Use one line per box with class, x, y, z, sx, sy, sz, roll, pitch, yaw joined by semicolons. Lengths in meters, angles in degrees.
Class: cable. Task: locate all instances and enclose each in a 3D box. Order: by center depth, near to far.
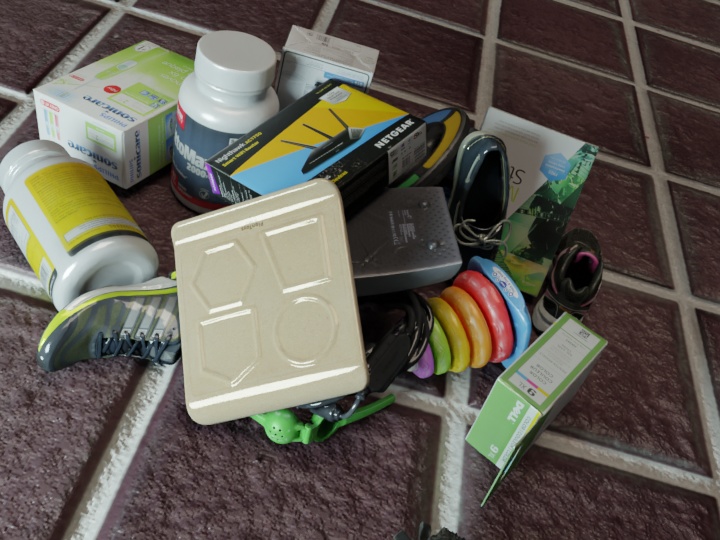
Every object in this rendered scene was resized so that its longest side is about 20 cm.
cable;-0.016;0.074;0.817;0.162;0.051;0.200;0;36;36

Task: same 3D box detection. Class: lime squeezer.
lime squeezer;-0.055;0.145;0.791;0.199;0.038;0.071;4;12;-14

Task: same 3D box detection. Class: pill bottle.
pill bottle;-0.303;-0.048;0.840;0.112;0.112;0.200;-19;54;-34
pill bottle;-0.161;-0.175;0.959;0.119;0.201;0.120;10;42;-9

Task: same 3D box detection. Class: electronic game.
electronic game;0.056;-0.134;1.017;0.042;0.199;0.200;46;36;-23

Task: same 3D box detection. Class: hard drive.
hard drive;-0.001;-0.029;0.845;0.199;0.042;0.135;-6;45;-3

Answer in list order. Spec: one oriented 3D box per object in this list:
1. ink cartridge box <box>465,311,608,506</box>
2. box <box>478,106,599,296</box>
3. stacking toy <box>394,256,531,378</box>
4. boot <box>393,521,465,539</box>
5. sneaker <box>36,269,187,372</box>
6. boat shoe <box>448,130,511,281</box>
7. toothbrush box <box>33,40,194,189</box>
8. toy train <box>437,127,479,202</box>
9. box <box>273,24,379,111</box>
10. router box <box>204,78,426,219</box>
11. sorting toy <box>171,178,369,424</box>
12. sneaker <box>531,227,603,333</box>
ink cartridge box;0.168;0.136;0.819;0.059;0.104;0.200;37;45;20
box;0.190;-0.085;0.998;0.144;0.201;0.036;21;13;4
stacking toy;0.077;0.076;0.871;0.199;0.110;0.116;-21;52;-17
boot;0.050;0.307;0.625;0.162;0.074;0.199;-9;48;-31
sneaker;-0.217;0.058;0.792;0.199;0.074;0.081;-21;59;-33
boat shoe;0.141;-0.061;0.944;0.074;0.201;0.062;4;24;-10
toothbrush box;-0.287;-0.205;1.024;0.145;0.086;0.200;26;43;19
toy train;0.184;-0.103;1.070;0.199;0.115;0.087;33;44;16
box;-0.057;-0.195;1.019;0.116;0.201;0.060;16;43;-6
router box;-0.045;-0.123;0.873;0.149;0.051;0.200;30;54;29
sorting toy;-0.088;0.031;0.759;0.184;0.036;0.201;-15;75;18
sneaker;0.281;0.001;1.015;0.080;0.087;0.200;23;41;3
